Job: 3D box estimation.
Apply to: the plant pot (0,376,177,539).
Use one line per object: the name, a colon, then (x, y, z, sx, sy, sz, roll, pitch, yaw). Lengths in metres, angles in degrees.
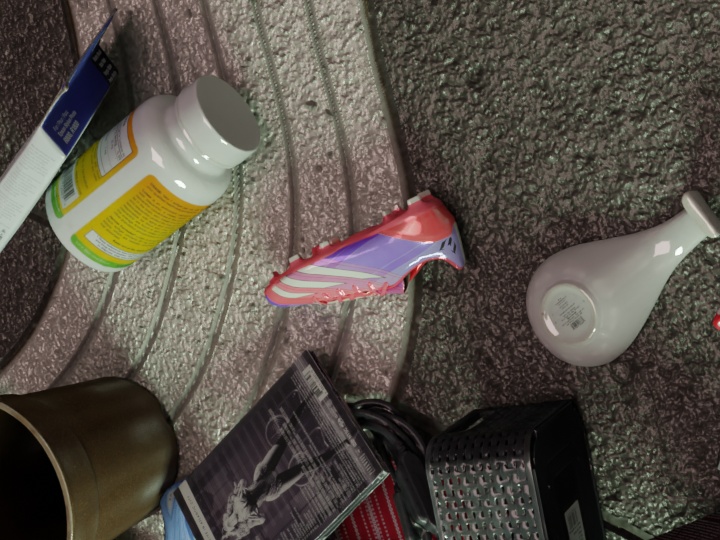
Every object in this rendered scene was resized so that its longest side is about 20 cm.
plant pot: (-0.294, 0.196, 1.164, 0.198, 0.198, 0.203, 5, 101, 26)

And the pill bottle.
pill bottle: (-0.191, -0.092, 1.112, 0.199, 0.111, 0.112, -33, 83, 28)

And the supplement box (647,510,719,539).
supplement box: (0.246, 0.258, 0.900, 0.061, 0.198, 0.110, -12, 95, 70)

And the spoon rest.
spoon rest: (0.212, 0.005, 0.958, 0.200, 0.060, 0.100, -42, 77, 40)

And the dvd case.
dvd case: (-0.077, 0.193, 1.080, 0.200, 0.016, 0.149, -47, 53, 14)

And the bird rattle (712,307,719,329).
bird rattle: (0.366, 0.025, 0.852, 0.200, 0.113, 0.163, -38, 96, 30)

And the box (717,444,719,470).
box: (0.368, 0.106, 0.837, 0.198, 0.048, 0.159, 17, 132, 16)

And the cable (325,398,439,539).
cable: (0.001, 0.212, 1.067, 0.163, 0.051, 0.201, -46, 55, 27)

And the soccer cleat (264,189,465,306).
soccer cleat: (0.000, 0.000, 1.057, 0.199, 0.067, 0.077, -27, 90, 26)

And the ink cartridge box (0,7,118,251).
ink cartridge box: (-0.285, -0.127, 1.116, 0.040, 0.200, 0.200, 34, 119, -16)

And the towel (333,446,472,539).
towel: (0.017, 0.250, 1.110, 0.199, 0.022, 0.146, -20, 88, 29)

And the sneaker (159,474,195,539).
sneaker: (-0.151, 0.302, 1.184, 0.089, 0.078, 0.202, -19, 81, 36)

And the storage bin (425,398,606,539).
storage bin: (0.136, 0.218, 0.977, 0.093, 0.135, 0.202, -9, 94, 29)
